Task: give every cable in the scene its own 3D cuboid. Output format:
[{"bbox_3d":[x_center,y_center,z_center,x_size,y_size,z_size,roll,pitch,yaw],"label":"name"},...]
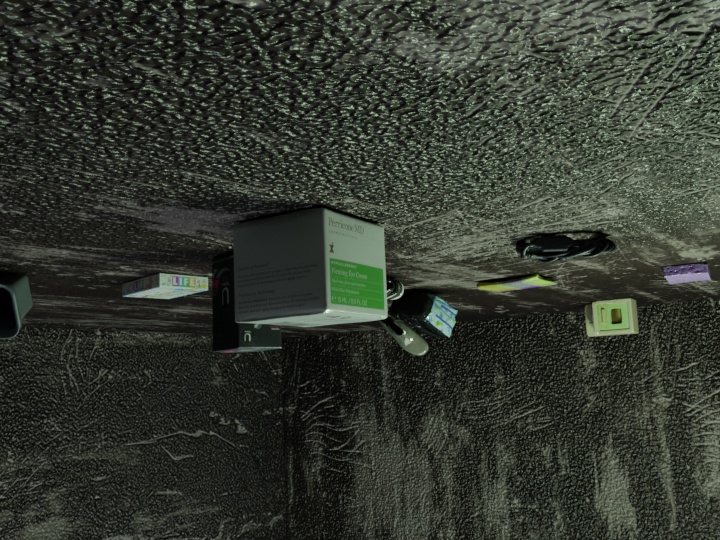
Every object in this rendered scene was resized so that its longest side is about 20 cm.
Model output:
[{"bbox_3d":[0.426,-0.039,1.552,0.198,0.051,0.163,-4,171,6],"label":"cable"}]

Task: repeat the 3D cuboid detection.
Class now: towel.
[{"bbox_3d":[0.447,0.037,2.151,0.199,0.023,0.143,-10,168,38],"label":"towel"}]

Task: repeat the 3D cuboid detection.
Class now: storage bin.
[{"bbox_3d":[-0.834,0.060,1.649,0.198,0.147,0.134,-3,-161,-1],"label":"storage bin"}]

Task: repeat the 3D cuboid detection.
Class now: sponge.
[{"bbox_3d":[0.907,0.010,2.070,0.111,0.030,0.200,-7,170,26],"label":"sponge"}]

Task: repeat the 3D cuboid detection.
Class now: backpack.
[{"bbox_3d":[0.216,0.140,2.344,0.163,0.154,0.200,2,142,50],"label":"backpack"}]

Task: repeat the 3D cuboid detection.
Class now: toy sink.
[{"bbox_3d":[0.958,0.183,2.885,0.199,0.132,0.112,-6,170,31],"label":"toy sink"}]

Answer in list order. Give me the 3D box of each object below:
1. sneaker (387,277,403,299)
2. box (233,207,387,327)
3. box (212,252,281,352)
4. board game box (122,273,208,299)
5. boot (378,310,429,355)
[{"bbox_3d":[0.009,0.052,1.999,0.198,0.074,0.112,-13,165,15],"label":"sneaker"},{"bbox_3d":[-0.084,0.003,1.286,0.199,0.173,0.199,-9,169,32],"label":"box"},{"bbox_3d":[-0.241,0.069,1.572,0.105,0.202,0.122,4,169,-37],"label":"box"},{"bbox_3d":[-0.492,0.041,1.877,0.134,0.035,0.199,6,168,-43],"label":"board game box"},{"bbox_3d":[0.124,0.195,2.296,0.200,0.068,0.131,40,-179,5],"label":"boot"}]
